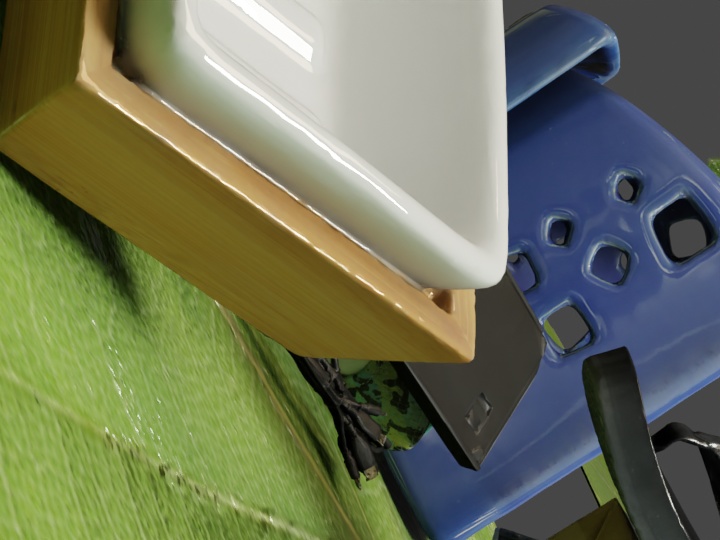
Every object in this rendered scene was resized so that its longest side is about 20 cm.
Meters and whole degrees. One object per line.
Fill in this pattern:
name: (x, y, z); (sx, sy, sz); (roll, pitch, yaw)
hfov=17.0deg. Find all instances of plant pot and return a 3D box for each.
plant pot: (0.079, -0.005, 1.116); (0.180, 0.200, 0.200); (57, 6, 4)

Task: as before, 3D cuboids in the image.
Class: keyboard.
keyboard: (0.000, 0.000, 0.928); (0.200, 0.021, 0.127); (57, 50, -27)

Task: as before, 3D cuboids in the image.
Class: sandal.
sandal: (0.128, 0.105, 0.826); (0.201, 0.043, 0.076); (61, 6, -21)

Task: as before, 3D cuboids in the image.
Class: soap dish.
soap dish: (-0.031, -0.083, 0.703); (0.157, 0.081, 0.201); (36, 41, -37)

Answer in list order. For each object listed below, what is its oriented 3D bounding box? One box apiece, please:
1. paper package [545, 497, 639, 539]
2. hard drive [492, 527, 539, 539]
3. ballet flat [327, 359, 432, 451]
paper package: (0.103, 0.212, 0.849); (0.200, 0.103, 0.191); (55, 10, -52)
hard drive: (0.128, 0.198, 1.054); (0.135, 0.042, 0.200); (15, -34, 34)
ballet flat: (-0.010, -0.022, 0.980); (0.074, 0.074, 0.201); (-40, 126, -83)
